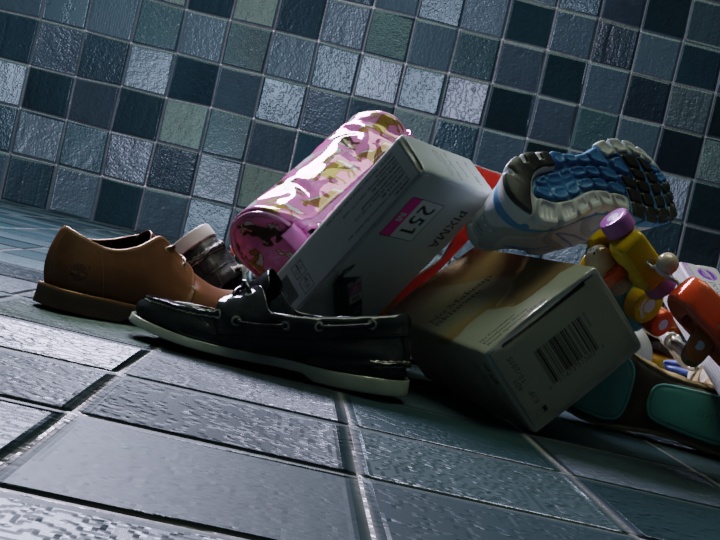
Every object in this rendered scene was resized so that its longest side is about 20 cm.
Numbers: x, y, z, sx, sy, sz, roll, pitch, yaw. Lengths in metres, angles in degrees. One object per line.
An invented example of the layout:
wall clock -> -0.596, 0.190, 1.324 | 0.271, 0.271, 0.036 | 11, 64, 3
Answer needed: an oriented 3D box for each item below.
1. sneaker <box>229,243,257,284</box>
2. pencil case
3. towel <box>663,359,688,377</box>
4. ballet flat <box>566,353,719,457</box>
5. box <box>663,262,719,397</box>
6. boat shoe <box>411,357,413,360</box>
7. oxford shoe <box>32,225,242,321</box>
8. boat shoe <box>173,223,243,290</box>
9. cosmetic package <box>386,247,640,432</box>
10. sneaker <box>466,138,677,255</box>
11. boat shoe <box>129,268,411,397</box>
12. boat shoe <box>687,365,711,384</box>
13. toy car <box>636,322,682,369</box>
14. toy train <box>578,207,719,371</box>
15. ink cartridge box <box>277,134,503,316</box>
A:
sneaker -> -0.072, 0.003, 1.023 | 0.070, 0.094, 0.200 | -16, 0, -20
pencil case -> -0.025, -0.065, 0.908 | 0.086, 0.083, 0.200 | 27, 44, 15
towel -> 0.408, 0.136, 1.062 | 0.147, 0.024, 0.200 | 13, -13, 44
ballet flat -> 0.222, 0.103, 0.852 | 0.200, 0.069, 0.063 | 23, -5, 16
box -> 0.291, 0.068, 0.817 | 0.039, 0.042, 0.200 | 9, 33, -16
boat shoe -> 0.045, 0.040, 1.015 | 0.202, 0.086, 0.075 | 12, 1, -9
oxford shoe -> -0.151, 0.008, 0.829 | 0.200, 0.071, 0.071 | 14, -1, -44
boat shoe -> -0.146, 0.009, 1.027 | 0.060, 0.074, 0.200 | 53, -14, 6
cosmetic package -> 0.106, 0.044, 0.798 | 0.071, 0.105, 0.200 | 57, -13, -15
sneaker -> 0.161, -0.050, 0.821 | 0.200, 0.075, 0.087 | -4, -25, -36
boat shoe -> -0.058, 0.033, 0.726 | 0.199, 0.066, 0.074 | 13, 2, 13
boat shoe -> 0.324, 0.109, 0.911 | 0.074, 0.069, 0.200 | 10, -27, 10
toy car -> 0.302, 0.063, 1.279 | 0.200, 0.150, 0.175 | 14, 2, 38
toy train -> 0.209, 0.036, 0.761 | 0.150, 0.056, 0.200 | 49, -5, 10
ink cartridge box -> 0.029, -0.006, 0.841 | 0.173, 0.200, 0.044 | 12, 39, -48
